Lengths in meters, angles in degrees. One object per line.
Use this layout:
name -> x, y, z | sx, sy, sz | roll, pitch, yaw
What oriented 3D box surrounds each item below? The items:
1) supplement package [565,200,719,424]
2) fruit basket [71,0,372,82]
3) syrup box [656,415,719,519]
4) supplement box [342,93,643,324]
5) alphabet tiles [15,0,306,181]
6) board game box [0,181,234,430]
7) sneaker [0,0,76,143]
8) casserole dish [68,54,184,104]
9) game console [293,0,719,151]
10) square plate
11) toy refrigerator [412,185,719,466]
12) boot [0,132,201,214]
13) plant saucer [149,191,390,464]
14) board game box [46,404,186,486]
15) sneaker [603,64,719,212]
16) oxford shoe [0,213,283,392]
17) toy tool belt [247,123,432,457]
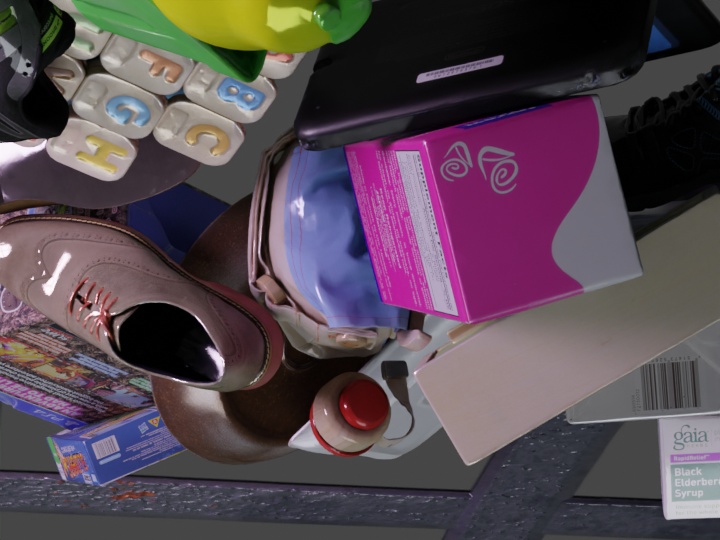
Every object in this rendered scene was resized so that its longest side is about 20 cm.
supplement package -> 0.186, 0.021, 1.603 | 0.121, 0.121, 0.200 | -5, -176, 8
fruit basket -> -0.074, -0.175, 1.198 | 0.214, 0.156, 0.216 | 12, 164, 4
syrup box -> 0.239, 0.088, 1.758 | 0.078, 0.200, 0.082 | -3, 114, 5
supplement box -> 0.068, -0.035, 1.415 | 0.101, 0.104, 0.200 | -15, -173, -12
alphabet tiles -> -0.137, -0.126, 1.400 | 0.195, 0.015, 0.200 | 23, 135, -17
board game box -> -0.174, 0.019, 1.712 | 0.199, 0.097, 0.159 | -18, 151, 35
sneaker -> -0.189, -0.141, 1.340 | 0.082, 0.071, 0.200 | 5, 141, 9
casserole dish -> -0.153, -0.124, 1.464 | 0.199, 0.039, 0.121 | -8, 155, 18
game console -> 0.086, -0.103, 1.429 | 0.199, 0.176, 0.117 | -12, 126, 23
square plate -> 0.059, 0.060, 1.709 | 0.200, 0.028, 0.198 | -43, 163, 9
toy refrigerator -> 0.131, 0.028, 1.471 | 0.199, 0.070, 0.076 | -31, -179, 8
boot -> -0.180, -0.070, 1.576 | 0.199, 0.074, 0.075 | -8, 179, 18
plant saucer -> -0.044, 0.039, 1.662 | 0.200, 0.201, 0.037 | 25, -177, -45
board game box -> -0.112, 0.096, 1.813 | 0.199, 0.035, 0.135 | -22, -176, -17
sneaker -> 0.200, -0.088, 1.540 | 0.199, 0.073, 0.082 | -5, 131, 13
oxford shoe -> -0.145, 0.016, 1.541 | 0.199, 0.071, 0.075 | 20, -167, 18
toy tool belt -> 0.000, 0.000, 1.551 | 0.124, 0.201, 0.123 | 1, 160, -25
